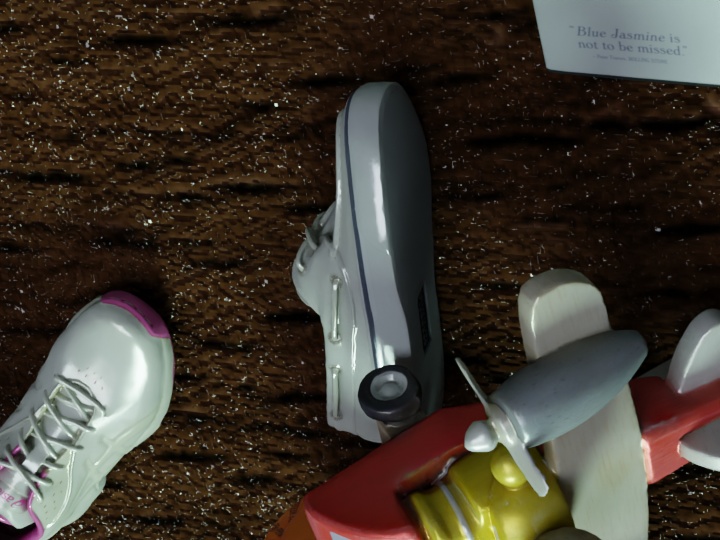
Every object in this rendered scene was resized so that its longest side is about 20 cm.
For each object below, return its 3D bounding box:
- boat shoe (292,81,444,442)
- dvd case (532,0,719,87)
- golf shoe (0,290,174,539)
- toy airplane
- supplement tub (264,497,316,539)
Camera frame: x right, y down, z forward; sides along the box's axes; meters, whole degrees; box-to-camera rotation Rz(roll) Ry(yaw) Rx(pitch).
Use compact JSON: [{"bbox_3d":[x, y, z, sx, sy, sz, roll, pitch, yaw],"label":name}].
[{"bbox_3d":[0.000,0.000,0.860,0.065,0.072,0.201,5,129,18],"label":"boat shoe"},{"bbox_3d":[0.128,-0.144,0.691,0.142,0.018,0.200,8,146,21],"label":"dvd case"},{"bbox_3d":[-0.167,0.097,0.981,0.075,0.092,0.200,35,126,4],"label":"golf shoe"},{"bbox_3d":[0.100,0.101,0.798,0.199,0.142,0.199,25,125,-25],"label":"toy airplane"},{"bbox_3d":[0.034,0.209,0.931,0.122,0.123,0.201,-17,110,32],"label":"supplement tub"}]
